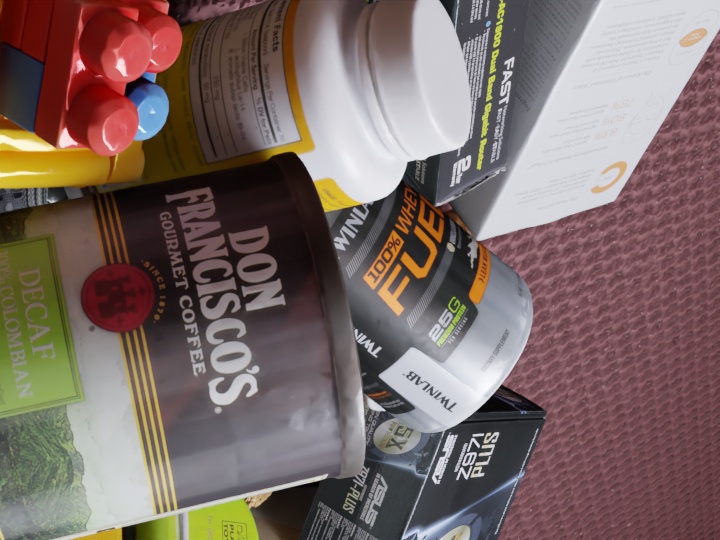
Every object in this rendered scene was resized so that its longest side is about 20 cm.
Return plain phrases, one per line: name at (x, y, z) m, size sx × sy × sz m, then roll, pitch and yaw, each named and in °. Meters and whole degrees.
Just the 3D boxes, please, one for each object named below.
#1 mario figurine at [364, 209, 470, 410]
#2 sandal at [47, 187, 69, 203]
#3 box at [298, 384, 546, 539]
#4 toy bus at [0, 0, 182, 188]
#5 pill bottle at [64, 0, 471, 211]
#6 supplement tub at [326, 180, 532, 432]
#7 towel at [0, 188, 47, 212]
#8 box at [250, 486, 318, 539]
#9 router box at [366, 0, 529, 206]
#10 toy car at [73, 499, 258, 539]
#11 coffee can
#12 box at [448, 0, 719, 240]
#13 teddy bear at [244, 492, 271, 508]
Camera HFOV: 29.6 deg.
mario figurine at (0.026, 0.018, 0.976) m, size 0.199 × 0.124 × 0.106 m, roll -22°, pitch 151°, yaw -44°
sandal at (-0.161, -0.012, 0.770) m, size 0.080 × 0.057 × 0.201 m, roll -55°, pitch 132°, yaw -13°
box at (0.043, 0.183, 1.065) m, size 0.163 × 0.086 × 0.202 m, roll 8°, pitch 106°, yaw -56°
toy bus at (-0.135, -0.126, 0.538) m, size 0.135 × 0.191 × 0.202 m, roll -5°, pitch 112°, yaw -46°
pill bottle at (-0.049, -0.079, 0.694) m, size 0.109 × 0.198 × 0.110 m, roll -11°, pitch 90°, yaw -67°
supplement tub at (0.000, 0.000, 0.844) m, size 0.199 × 0.123 × 0.123 m, roll 37°, pitch 93°, yaw -20°
towel at (-0.229, -0.025, 0.632) m, size 0.199 × 0.034 × 0.194 m, roll -9°, pitch 112°, yaw -45°
box at (-0.079, 0.234, 1.096) m, size 0.199 × 0.078 × 0.095 m, roll 9°, pitch 114°, yaw -55°
router box at (0.020, -0.157, 0.754) m, size 0.062 × 0.150 × 0.201 m, roll -30°, pitch 142°, yaw -30°
toy car at (-0.165, 0.174, 0.867) m, size 0.199 × 0.177 × 0.149 m, roll 13°, pitch 152°, yaw -39°
coffee can at (-0.111, 0.040, 0.594) m, size 0.198 × 0.147 × 0.147 m, roll -12°, pitch 137°, yaw -11°
box at (0.125, -0.129, 0.823) m, size 0.124 × 0.098 × 0.201 m, roll -16°, pitch 147°, yaw -32°
teddy bear at (-0.058, 0.108, 1.022) m, size 0.199 × 0.067 × 0.146 m, roll -27°, pitch 151°, yaw -44°
